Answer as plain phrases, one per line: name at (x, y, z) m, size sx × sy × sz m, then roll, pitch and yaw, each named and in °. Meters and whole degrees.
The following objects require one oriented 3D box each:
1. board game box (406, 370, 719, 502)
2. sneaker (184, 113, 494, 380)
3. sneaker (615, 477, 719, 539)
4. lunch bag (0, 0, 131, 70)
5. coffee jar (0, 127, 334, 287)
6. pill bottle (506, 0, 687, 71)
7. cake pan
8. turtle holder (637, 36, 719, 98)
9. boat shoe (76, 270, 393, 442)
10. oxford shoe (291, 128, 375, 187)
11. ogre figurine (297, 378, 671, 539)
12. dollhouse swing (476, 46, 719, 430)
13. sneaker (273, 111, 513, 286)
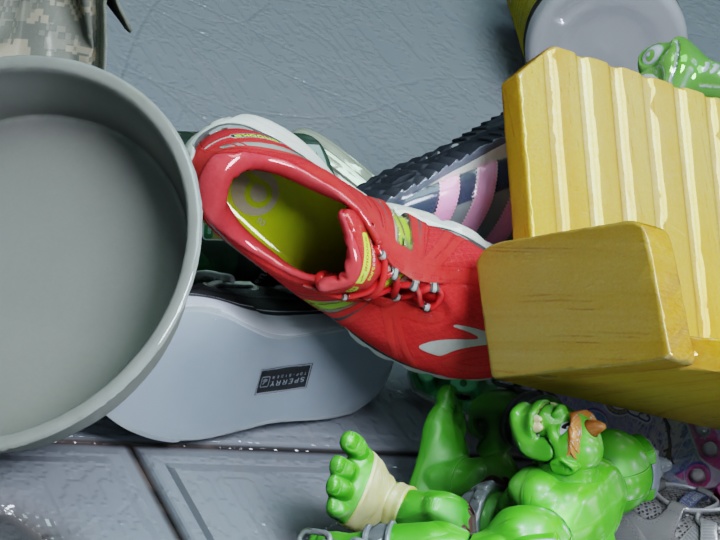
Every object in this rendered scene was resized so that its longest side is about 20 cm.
board game box at (0.153, 0.014, 1.410) m, size 0.199 × 0.201 × 0.026 m, roll 25°, pitch -13°, yaw 11°
sneaker at (0.000, 0.000, 1.277) m, size 0.199 × 0.077 × 0.085 m, roll 28°, pitch 9°, yaw -11°
sneaker at (0.197, 0.132, 1.309) m, size 0.199 × 0.082 × 0.075 m, roll 27°, pitch 27°, yaw 16°
lunch bag at (-0.195, -0.145, 1.446) m, size 0.117 × 0.201 × 0.164 m, roll 5°, pitch 28°, yaw -26°
coffee jar at (-0.116, -0.027, 1.378) m, size 0.199 × 0.086 × 0.104 m, roll 0°, pitch -12°, yaw -34°
pill bottle at (0.158, -0.191, 1.882) m, size 0.111 × 0.112 × 0.200 m, roll 14°, pitch 27°, yaw -11°
cake pan at (-0.164, -0.003, 1.244) m, size 0.200 × 0.201 × 0.037 m, roll 32°, pitch -15°, yaw 24°
turtle holder at (0.189, -0.020, 1.503) m, size 0.131 × 0.186 × 0.141 m, roll 10°, pitch 58°, yaw 30°
boat shoe at (-0.071, 0.034, 1.330) m, size 0.199 × 0.074 × 0.068 m, roll -5°, pitch 28°, yaw -45°
oxford shoe at (0.021, -0.001, 1.486) m, size 0.200 × 0.075 × 0.058 m, roll 37°, pitch 71°, yaw 16°
ogre figurine at (0.066, 0.105, 1.261) m, size 0.119 × 0.099 × 0.200 m, roll 7°, pitch 3°, yaw 28°
dollhouse swing at (0.176, -0.020, 1.280) m, size 0.199 × 0.177 × 0.181 m, roll 14°, pitch -14°, yaw -32°
sneaker at (0.051, -0.021, 1.366) m, size 0.199 × 0.082 × 0.070 m, roll -25°, pitch 13°, yaw -11°
